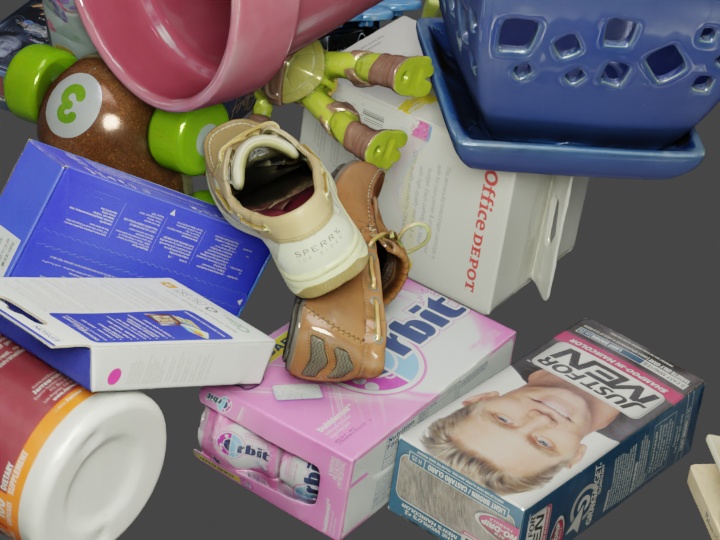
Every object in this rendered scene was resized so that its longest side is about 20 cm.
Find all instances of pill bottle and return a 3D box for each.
[{"bbox_3d":[-0.224,0.081,1.533,0.200,0.114,0.114,28,38,29],"label":"pill bottle"}]

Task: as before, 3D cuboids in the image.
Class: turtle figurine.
[{"bbox_3d":[-0.030,-0.141,1.744,0.161,0.200,0.064,24,-9,35],"label":"turtle figurine"}]

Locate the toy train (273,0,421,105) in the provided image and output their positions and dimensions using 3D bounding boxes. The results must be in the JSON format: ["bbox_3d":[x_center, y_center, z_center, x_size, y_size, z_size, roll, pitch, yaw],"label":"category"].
[{"bbox_3d":[-0.029,-0.167,1.940,0.114,0.087,0.200,4,12,25],"label":"toy train"}]

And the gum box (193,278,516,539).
[{"bbox_3d":[-0.005,0.081,1.625,0.113,0.066,0.200,26,37,25],"label":"gum box"}]

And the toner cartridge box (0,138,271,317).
[{"bbox_3d":[-0.149,-0.009,1.626,0.043,0.095,0.200,36,10,40],"label":"toner cartridge box"}]

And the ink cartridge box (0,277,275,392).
[{"bbox_3d":[-0.147,0.036,1.506,0.095,0.037,0.200,29,14,33],"label":"ink cartridge box"}]

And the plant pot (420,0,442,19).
[{"bbox_3d":[0.163,-0.240,2.070,0.184,0.200,0.200,19,32,-5],"label":"plant pot"}]

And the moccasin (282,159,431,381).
[{"bbox_3d":[0.000,-0.001,1.621,0.078,0.074,0.201,12,29,-3],"label":"moccasin"}]

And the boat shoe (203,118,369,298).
[{"bbox_3d":[-0.053,-0.057,1.599,0.074,0.066,0.200,-32,34,-9],"label":"boat shoe"}]

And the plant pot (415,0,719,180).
[{"bbox_3d":[0.143,-0.172,1.711,0.200,0.180,0.200,3,33,-12],"label":"plant pot"}]

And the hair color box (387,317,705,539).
[{"bbox_3d":[0.119,0.109,1.617,0.100,0.061,0.200,29,38,29],"label":"hair color box"}]

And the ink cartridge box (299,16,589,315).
[{"bbox_3d":[0.070,-0.071,1.823,0.200,0.129,0.125,26,37,24],"label":"ink cartridge box"}]

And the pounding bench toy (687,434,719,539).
[{"bbox_3d":[0.282,0.084,1.603,0.124,0.156,0.200,0,33,-12],"label":"pounding bench toy"}]

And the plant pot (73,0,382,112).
[{"bbox_3d":[-0.067,-0.217,1.654,0.179,0.200,0.200,-19,41,-35],"label":"plant pot"}]

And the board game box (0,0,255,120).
[{"bbox_3d":[-0.191,-0.147,1.965,0.200,0.035,0.135,19,34,16],"label":"board game box"}]

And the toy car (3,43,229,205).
[{"bbox_3d":[-0.203,-0.037,1.705,0.164,0.158,0.200,19,45,33],"label":"toy car"}]

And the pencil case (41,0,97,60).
[{"bbox_3d":[-0.174,-0.168,1.808,0.083,0.200,0.091,37,67,20],"label":"pencil case"}]
